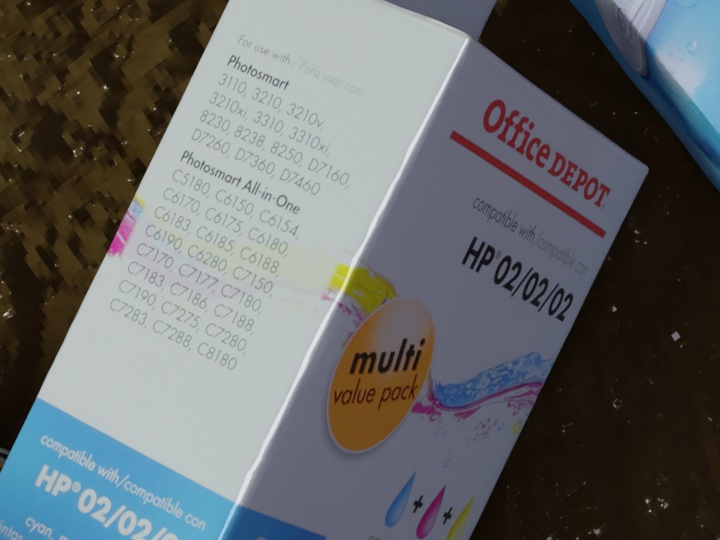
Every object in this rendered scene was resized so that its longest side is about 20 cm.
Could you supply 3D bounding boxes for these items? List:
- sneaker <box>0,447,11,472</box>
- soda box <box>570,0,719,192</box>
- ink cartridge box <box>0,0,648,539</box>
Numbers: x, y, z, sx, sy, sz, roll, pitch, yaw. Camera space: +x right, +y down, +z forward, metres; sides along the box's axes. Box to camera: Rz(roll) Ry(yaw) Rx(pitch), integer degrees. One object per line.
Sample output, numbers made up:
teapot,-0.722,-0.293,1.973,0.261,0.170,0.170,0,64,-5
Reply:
sneaker,-0.164,0.055,0.760,0.200,0.079,0.079,11,89,3
soda box,0.128,-0.032,0.762,0.064,0.068,0.200,-39,88,-1
ink cartridge box,0.000,0.000,0.733,0.068,0.115,0.200,25,89,30
